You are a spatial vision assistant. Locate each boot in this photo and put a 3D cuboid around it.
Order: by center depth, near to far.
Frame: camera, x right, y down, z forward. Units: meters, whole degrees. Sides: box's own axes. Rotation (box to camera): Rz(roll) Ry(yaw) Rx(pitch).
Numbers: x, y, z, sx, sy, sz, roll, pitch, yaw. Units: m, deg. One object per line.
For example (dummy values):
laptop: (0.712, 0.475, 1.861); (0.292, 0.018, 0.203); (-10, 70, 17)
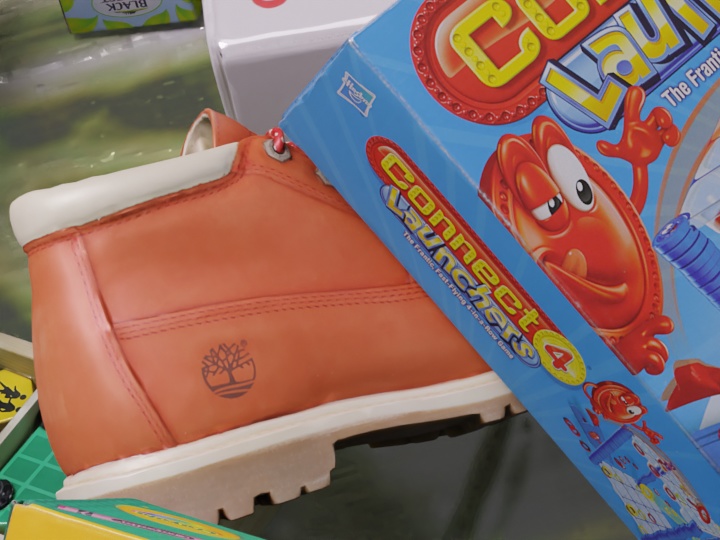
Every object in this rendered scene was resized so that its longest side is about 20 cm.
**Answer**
boot: (0.000, 0.000, 0.746); (0.200, 0.107, 0.075); (-16, -5, -32)

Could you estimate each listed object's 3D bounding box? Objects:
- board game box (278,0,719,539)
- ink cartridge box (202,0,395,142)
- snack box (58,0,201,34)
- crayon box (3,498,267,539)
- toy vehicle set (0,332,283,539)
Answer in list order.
board game box: (0.116, -0.030, 0.736); (0.200, 0.056, 0.196); (-41, 89, -28)
ink cartridge box: (0.052, -0.103, 0.884); (0.200, 0.084, 0.146); (-9, 45, 2)
snack box: (-0.089, -0.201, 0.980); (0.053, 0.142, 0.200); (-6, 43, 8)
crayon box: (0.004, 0.132, 0.619); (0.200, 0.058, 0.119); (13, 91, 25)
toy vehicle set: (-0.121, 0.101, 0.749); (0.124, 0.027, 0.200); (16, 49, 27)
